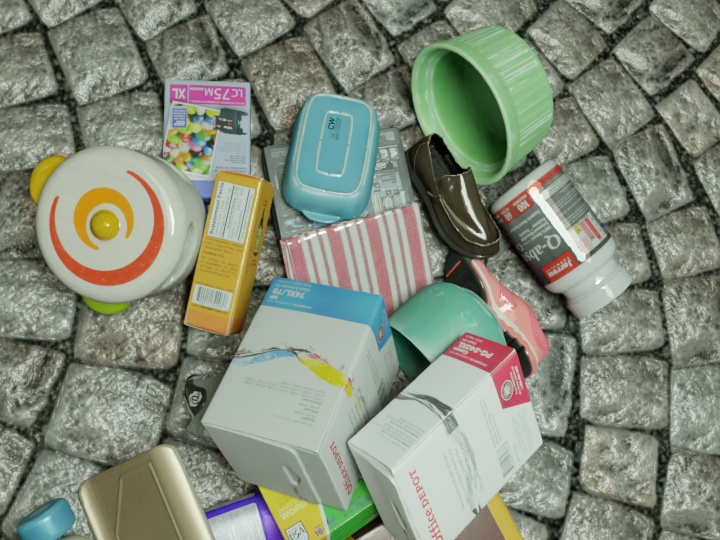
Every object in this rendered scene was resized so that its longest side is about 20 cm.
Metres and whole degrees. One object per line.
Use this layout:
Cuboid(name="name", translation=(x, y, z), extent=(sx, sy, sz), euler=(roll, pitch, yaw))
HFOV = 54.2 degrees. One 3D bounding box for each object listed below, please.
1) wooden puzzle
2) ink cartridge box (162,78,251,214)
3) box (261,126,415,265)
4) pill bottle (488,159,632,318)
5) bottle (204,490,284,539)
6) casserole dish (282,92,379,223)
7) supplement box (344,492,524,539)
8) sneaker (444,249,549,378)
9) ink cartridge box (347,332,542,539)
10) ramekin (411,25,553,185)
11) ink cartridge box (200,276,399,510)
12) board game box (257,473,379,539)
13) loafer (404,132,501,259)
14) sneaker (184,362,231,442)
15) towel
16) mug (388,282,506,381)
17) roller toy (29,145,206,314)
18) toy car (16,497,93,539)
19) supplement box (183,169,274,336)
Cuboid(name="wooden puzzle", translation=(-0.240, 0.310, 0.823), extent=(0.037, 0.199, 0.187), euler=(-18, 81, -54))
Cuboid(name="ink cartridge box", translation=(-0.209, -0.158, 0.960), extent=(0.117, 0.042, 0.204), euler=(0, 82, -9))
Cuboid(name="box", translation=(-0.026, -0.103, 0.973), extent=(0.197, 0.051, 0.160), euler=(-12, 82, -12))
Cuboid(name="pill bottle", translation=(0.280, -0.043, 0.980), extent=(0.115, 0.116, 0.201), euler=(-36, 87, -13))
Cuboid(name="bottle", translation=(-0.127, 0.320, 0.876), extent=(0.197, 0.065, 0.085), euler=(-17, 88, -12))
Cuboid(name="casserole dish", translation=(-0.036, -0.159, 0.929), extent=(0.119, 0.039, 0.203), euler=(10, 65, -4))
Cuboid(name="supplement box", translation=(0.097, 0.367, 0.871), extent=(0.198, 0.133, 0.199), euler=(-28, 86, -12))
Cuboid(name="sneaker", translation=(0.191, 0.053, 0.985), extent=(0.086, 0.074, 0.202), euler=(-23, 77, -41))
Cuboid(name="ink cartridge box", translation=(0.097, 0.190, 0.773), extent=(0.199, 0.083, 0.147), euler=(-37, 122, -26))
Cuboid(name="ramekin", translation=(0.167, -0.228, 0.956), extent=(0.097, 0.200, 0.202), euler=(-31, 86, -20))
Cuboid(name="ink cartridge box", translation=(-0.059, 0.139, 0.813), extent=(0.144, 0.148, 0.202), euler=(9, 53, 20))
Cuboid(name="board game box", translation=(-0.057, 0.230, 0.863), extent=(0.152, 0.041, 0.200), euler=(-30, 51, -13))
Cuboid(name="loafer", translation=(0.127, -0.105, 0.964), extent=(0.072, 0.072, 0.201), euler=(-25, 71, -30))
Cuboid(name="sneaker", translation=(-0.165, 0.127, 0.903), extent=(0.114, 0.076, 0.202), euler=(3, 49, 27))
Cuboid(name="towel", translation=(0.000, 0.000, 0.941), extent=(0.197, 0.030, 0.149), euler=(-16, 112, -13))
Cuboid(name="mug", translation=(0.117, 0.100, 0.924), extent=(0.114, 0.186, 0.152), euler=(-39, 64, -14))
Cuboid(name="roller toy", translation=(-0.289, -0.058, 0.857), extent=(0.180, 0.140, 0.203), euler=(-18, 92, 3))
Cuboid(name="toy car", translation=(-0.399, 0.398, 0.795), extent=(0.198, 0.177, 0.187), euler=(-24, 96, 16))
Cuboid(name="supplement box", translation=(-0.167, -0.023, 0.904), extent=(0.068, 0.067, 0.203), euler=(15, 91, 6))
